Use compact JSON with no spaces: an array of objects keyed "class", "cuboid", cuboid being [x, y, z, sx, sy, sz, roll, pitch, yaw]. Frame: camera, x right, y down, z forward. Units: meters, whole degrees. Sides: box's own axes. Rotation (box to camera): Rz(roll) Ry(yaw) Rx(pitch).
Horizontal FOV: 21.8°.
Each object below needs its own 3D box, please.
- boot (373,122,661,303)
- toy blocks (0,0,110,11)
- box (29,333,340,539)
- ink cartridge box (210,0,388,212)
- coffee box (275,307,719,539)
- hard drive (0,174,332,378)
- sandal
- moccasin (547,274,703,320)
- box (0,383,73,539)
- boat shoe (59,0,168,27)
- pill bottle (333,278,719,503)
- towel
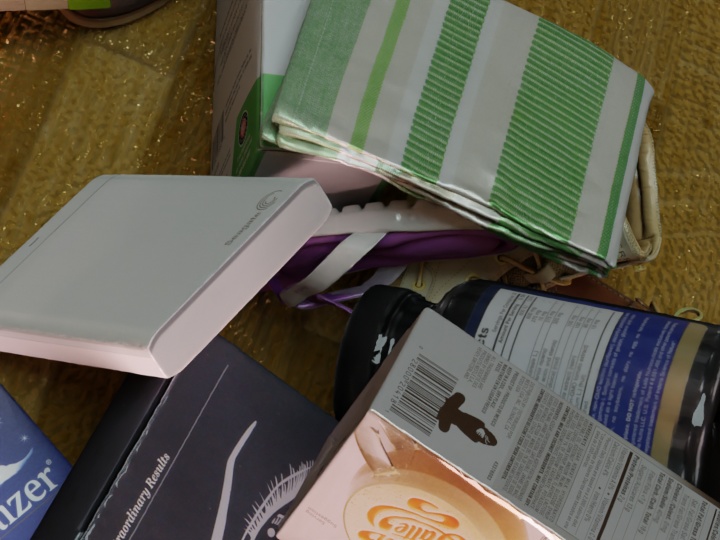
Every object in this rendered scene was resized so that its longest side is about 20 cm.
[{"class":"boot","cuboid":[0.090,0.006,1.071,0.073,0.154,0.201,46,49,-39]},{"class":"toy blocks","cuboid":[-0.249,-0.220,1.108,0.198,0.100,0.138,-3,56,-4]},{"class":"box","cuboid":[-0.057,0.150,0.965,0.199,0.104,0.149,38,60,-13]},{"class":"ink cartridge box","cuboid":[-0.035,-0.122,1.094,0.083,0.146,0.202,6,65,-13]},{"class":"coffee box","cuboid":[0.076,0.127,0.889,0.199,0.115,0.080,34,44,-2]},{"class":"hard drive","cuboid":[-0.121,-0.002,0.996,0.132,0.199,0.027,-47,121,-28]},{"class":"sandal","cuboid":[-0.004,-0.002,1.039,0.201,0.082,0.050,-11,70,26]},{"class":"moccasin","cuboid":[0.190,0.062,1.112,0.201,0.078,0.074,41,45,4]},{"class":"box","cuboid":[-0.212,0.129,0.994,0.121,0.032,0.200,-39,81,-27]},{"class":"boat shoe","cuboid":[-0.109,-0.227,1.163,0.070,0.070,0.200,45,63,6]},{"class":"pill bottle","cuboid":[0.092,0.066,0.968,0.198,0.112,0.113,11,60,21]},{"class":"towel","cuboid":[0.058,-0.090,1.009,0.198,0.023,0.154,22,55,-5]}]
